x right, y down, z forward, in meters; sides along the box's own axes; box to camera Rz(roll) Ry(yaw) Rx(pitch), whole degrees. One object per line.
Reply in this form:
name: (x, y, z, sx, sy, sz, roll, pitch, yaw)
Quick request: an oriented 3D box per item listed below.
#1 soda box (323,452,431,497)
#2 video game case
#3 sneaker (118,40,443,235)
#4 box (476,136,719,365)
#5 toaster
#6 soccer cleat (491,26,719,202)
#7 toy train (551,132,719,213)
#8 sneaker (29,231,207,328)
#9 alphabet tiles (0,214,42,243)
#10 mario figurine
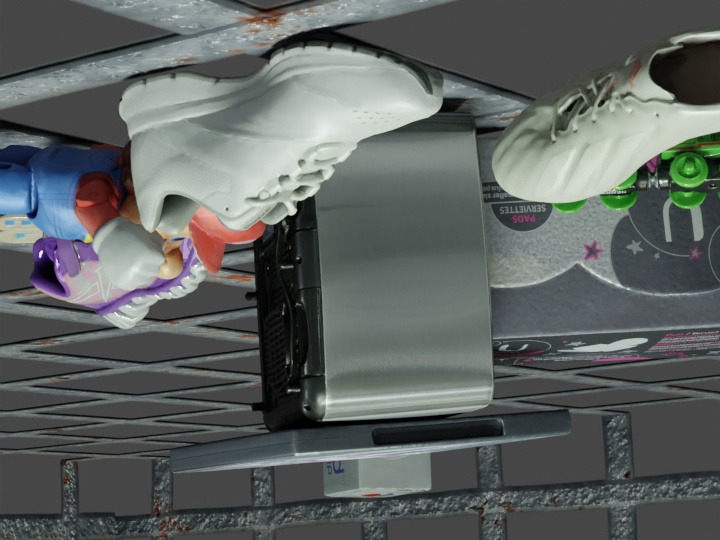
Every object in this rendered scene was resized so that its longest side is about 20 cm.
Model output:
soda box: (0.010, 0.073, 1.552, 0.063, 0.201, 0.068, 4, 169, -25)
video game case: (0.006, 0.103, 1.212, 0.200, 0.019, 0.143, -2, 173, -35)
sneaker: (-0.039, -0.067, 1.041, 0.200, 0.087, 0.074, -11, 166, 37)
box: (0.150, -0.015, 1.261, 0.199, 0.133, 0.115, -2, 169, -8)
toaster: (0.000, 0.000, 1.184, 0.118, 0.181, 0.200, -3, 172, -11)
soccer cleat: (0.147, -0.087, 1.042, 0.200, 0.069, 0.078, -16, 160, 32)
toy train: (0.202, -0.068, 1.181, 0.199, 0.057, 0.042, -3, 156, 6)
sneaker: (-0.155, -0.021, 1.288, 0.088, 0.081, 0.200, 15, 154, -25)
alphabet tiles: (-0.156, -0.036, 1.424, 0.199, 0.015, 0.196, -1, 171, -8)
mario figurine: (-0.153, -0.027, 1.149, 0.199, 0.124, 0.106, 3, 146, 7)
